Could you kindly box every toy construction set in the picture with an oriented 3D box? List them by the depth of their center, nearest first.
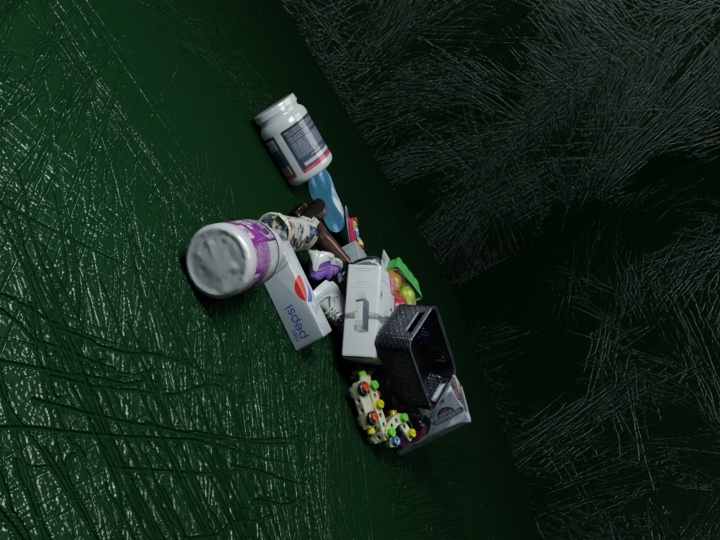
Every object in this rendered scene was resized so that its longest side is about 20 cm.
[{"bbox_3d":[0.035,0.290,1.336,0.129,0.092,0.203,-3,57,-49],"label":"toy construction set"}]

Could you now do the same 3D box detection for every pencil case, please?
[{"bbox_3d":[-0.154,-0.082,1.314,0.077,0.091,0.200,34,10,11],"label":"pencil case"},{"bbox_3d":[0.075,0.190,1.465,0.087,0.200,0.078,42,6,-25],"label":"pencil case"}]

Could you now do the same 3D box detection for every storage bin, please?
[{"bbox_3d":[0.124,0.189,1.346,0.136,0.092,0.204,-49,130,-40],"label":"storage bin"}]

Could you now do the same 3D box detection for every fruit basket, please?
[{"bbox_3d":[0.092,0.075,1.667,0.186,0.092,0.203,49,40,-29],"label":"fruit basket"}]

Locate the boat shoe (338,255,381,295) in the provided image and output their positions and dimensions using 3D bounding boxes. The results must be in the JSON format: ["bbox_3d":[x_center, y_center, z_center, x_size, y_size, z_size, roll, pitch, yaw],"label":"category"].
[{"bbox_3d":[0.000,0.000,1.521,0.075,0.199,0.061,31,59,-16],"label":"boat shoe"}]

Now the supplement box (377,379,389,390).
[{"bbox_3d":[0.115,0.304,1.584,0.203,0.108,0.086,59,14,-17],"label":"supplement box"}]

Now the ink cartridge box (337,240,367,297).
[{"bbox_3d":[0.002,0.046,1.696,0.146,0.081,0.203,51,17,-44],"label":"ink cartridge box"}]

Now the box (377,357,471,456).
[{"bbox_3d":[0.145,0.324,1.466,0.116,0.197,0.133,55,15,-25],"label":"box"}]

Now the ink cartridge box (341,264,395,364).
[{"bbox_3d":[0.021,0.104,1.386,0.146,0.082,0.206,38,55,-68],"label":"ink cartridge box"}]

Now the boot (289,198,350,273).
[{"bbox_3d":[-0.076,-0.077,1.505,0.202,0.064,0.185,54,-15,-20],"label":"boot"}]

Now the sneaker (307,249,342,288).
[{"bbox_3d":[-0.095,0.003,1.466,0.200,0.078,0.086,37,64,-79],"label":"sneaker"}]

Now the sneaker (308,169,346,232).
[{"bbox_3d":[-0.100,-0.211,1.830,0.081,0.075,0.205,-27,97,-83],"label":"sneaker"}]

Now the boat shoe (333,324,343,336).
[{"bbox_3d":[-0.003,0.148,1.519,0.198,0.060,0.075,5,57,-51],"label":"boat shoe"}]

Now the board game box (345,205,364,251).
[{"bbox_3d":[-0.013,-0.098,1.854,0.159,0.038,0.205,-93,175,-63],"label":"board game box"}]

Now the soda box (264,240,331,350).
[{"bbox_3d":[-0.133,0.047,1.198,0.204,0.067,0.063,65,13,1],"label":"soda box"}]

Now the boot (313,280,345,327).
[{"bbox_3d":[-0.063,0.079,1.364,0.096,0.073,0.200,48,11,5],"label":"boot"}]

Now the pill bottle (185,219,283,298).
[{"bbox_3d":[-0.194,-0.025,1.000,0.114,0.110,0.200,62,13,-1],"label":"pill bottle"}]

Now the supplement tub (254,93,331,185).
[{"bbox_3d":[-0.176,-0.343,1.615,0.203,0.138,0.141,59,14,-20],"label":"supplement tub"}]
